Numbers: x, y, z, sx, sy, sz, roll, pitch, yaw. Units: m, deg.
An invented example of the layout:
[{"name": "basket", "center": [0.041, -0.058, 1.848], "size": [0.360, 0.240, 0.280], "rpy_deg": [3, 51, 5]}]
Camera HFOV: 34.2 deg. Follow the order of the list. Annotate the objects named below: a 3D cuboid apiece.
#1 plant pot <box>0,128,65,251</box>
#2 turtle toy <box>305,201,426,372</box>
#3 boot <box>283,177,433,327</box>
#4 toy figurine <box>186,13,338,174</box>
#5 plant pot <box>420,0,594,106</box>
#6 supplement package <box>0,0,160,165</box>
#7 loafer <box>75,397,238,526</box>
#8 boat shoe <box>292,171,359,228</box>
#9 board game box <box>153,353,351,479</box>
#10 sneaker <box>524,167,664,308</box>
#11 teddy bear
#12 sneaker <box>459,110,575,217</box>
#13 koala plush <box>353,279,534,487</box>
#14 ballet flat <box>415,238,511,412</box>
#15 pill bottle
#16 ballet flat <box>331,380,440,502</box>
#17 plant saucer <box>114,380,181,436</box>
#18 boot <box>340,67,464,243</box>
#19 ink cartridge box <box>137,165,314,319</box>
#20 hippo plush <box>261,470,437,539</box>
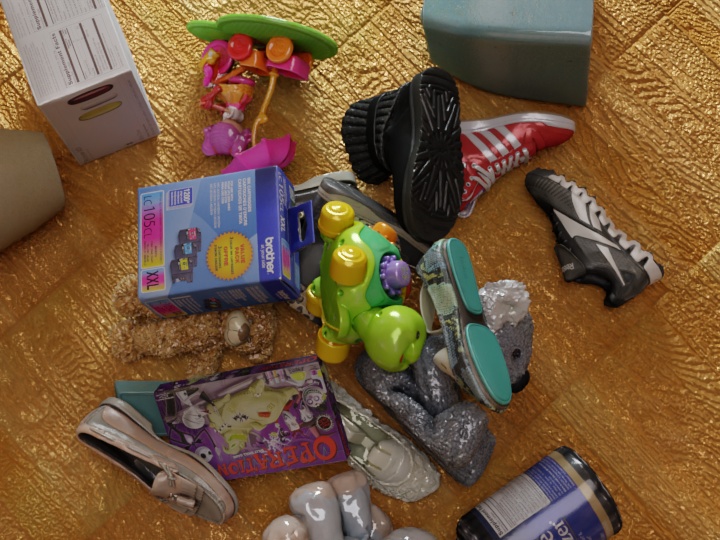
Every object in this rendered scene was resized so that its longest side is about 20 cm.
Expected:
[{"name": "plant pot", "center": [-0.451, -0.088, 1.349], "size": [0.199, 0.187, 0.189], "rpy_deg": [-17, 77, -18]}, {"name": "turtle toy", "center": [0.007, 0.028, 1.235], "size": [0.100, 0.147, 0.201], "rpy_deg": [0, 39, -15]}, {"name": "boot", "center": [0.000, 0.000, 1.361], "size": [0.199, 0.073, 0.151], "rpy_deg": [30, 100, -26]}, {"name": "toy figurine", "center": [-0.139, -0.195, 1.398], "size": [0.198, 0.150, 0.186], "rpy_deg": [10, 86, 25]}, {"name": "plant pot", "center": [0.176, -0.323, 1.388], "size": [0.198, 0.196, 0.198], "rpy_deg": [3, 77, 9]}, {"name": "supplement package", "center": [-0.323, -0.239, 1.359], "size": [0.110, 0.200, 0.157], "rpy_deg": [-21, 77, -5]}, {"name": "loafer", "center": [-0.228, 0.222, 1.291], "size": [0.199, 0.072, 0.063], "rpy_deg": [36, 38, 12]}, {"name": "boat shoe", "center": [-0.093, -0.061, 1.381], "size": [0.200, 0.072, 0.061], "rpy_deg": [-17, 73, -6]}, {"name": "board game box", "center": [-0.120, 0.167, 1.296], "size": [0.198, 0.032, 0.121], "rpy_deg": [-12, 109, 16]}, {"name": "sneaker", "center": [0.258, -0.035, 1.376], "size": [0.200, 0.067, 0.090], "rpy_deg": [44, 78, 7]}, {"name": "teddy bear", "center": [-0.198, 0.061, 1.356], "size": [0.199, 0.067, 0.146], "rpy_deg": [21, 80, 6]}, {"name": "sneaker", "center": [0.161, -0.125, 1.396], "size": [0.198, 0.071, 0.113], "rpy_deg": [-6, 73, 7]}, {"name": "koala plush", "center": [0.114, 0.100, 1.297], "size": [0.184, 0.177, 0.200], "rpy_deg": [42, 84, 19]}, {"name": "ballet flat", "center": [0.101, 0.064, 1.202], "size": [0.074, 0.074, 0.201], "rpy_deg": [-11, 59, -2]}, {"name": "pill bottle", "center": [0.176, 0.291, 1.277], "size": [0.199, 0.112, 0.112], "rpy_deg": [-34, 79, -7]}, {"name": "ballet flat", "center": [0.000, 0.195, 1.324], "size": [0.199, 0.072, 0.072], "rpy_deg": [37, 79, 8]}, {"name": "plant saucer", "center": [-0.182, 0.161, 1.339], "size": [0.198, 0.019, 0.071], "rpy_deg": [0, 112, -1]}, {"name": "boot", "center": [0.043, -0.118, 1.348], "size": [0.079, 0.157, 0.213], "rpy_deg": [20, 66, -34]}, {"name": "ink cartridge box", "center": [-0.142, -0.033, 1.296], "size": [0.198, 0.076, 0.138], "rpy_deg": [-8, 71, 10]}, {"name": "hippo plush", "center": [-0.005, 0.317, 1.220], "size": [0.160, 0.159, 0.201], "rpy_deg": [12, 68, 47]}]
